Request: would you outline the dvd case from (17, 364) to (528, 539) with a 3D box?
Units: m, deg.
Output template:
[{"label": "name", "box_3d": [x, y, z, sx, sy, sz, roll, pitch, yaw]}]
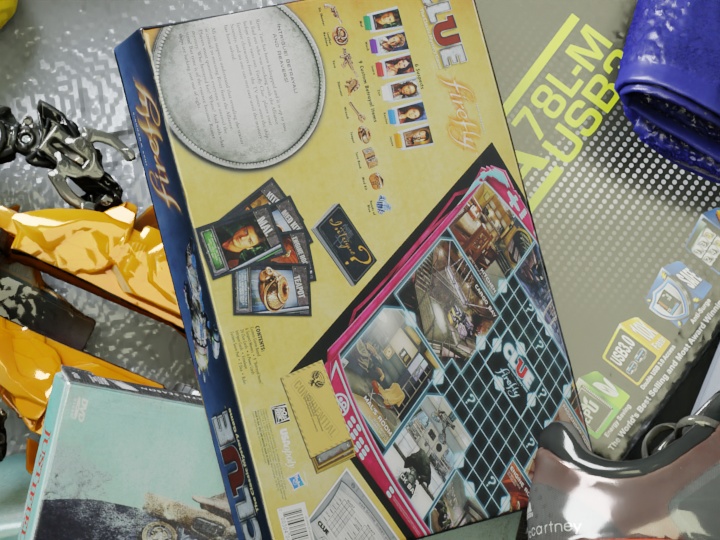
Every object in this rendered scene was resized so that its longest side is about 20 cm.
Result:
[{"label": "dvd case", "box_3d": [-0.033, 0.125, 1.080, 0.199, 0.022, 0.147, 12, 95, -22]}]

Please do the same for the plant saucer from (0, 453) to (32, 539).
[{"label": "plant saucer", "box_3d": [-0.123, 0.170, 1.120, 0.199, 0.036, 0.201, 0, 84, 2]}]

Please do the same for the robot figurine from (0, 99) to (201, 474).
[{"label": "robot figurine", "box_3d": [-0.109, 0.022, 1.119, 0.199, 0.058, 0.145, 24, 77, 3]}]

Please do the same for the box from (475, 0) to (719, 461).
[{"label": "box", "box_3d": [0.076, -0.053, 1.131, 0.193, 0.048, 0.200, 38, 86, 1]}]

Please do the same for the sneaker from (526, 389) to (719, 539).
[{"label": "sneaker", "box_3d": [0.155, 0.077, 1.044, 0.199, 0.077, 0.082, -1, 76, -11]}]

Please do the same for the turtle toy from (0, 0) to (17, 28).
[{"label": "turtle toy", "box_3d": [-0.197, -0.148, 1.121, 0.200, 0.101, 0.146, -33, 84, -2]}]

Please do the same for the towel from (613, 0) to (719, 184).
[{"label": "towel", "box_3d": [0.178, -0.110, 1.097, 0.147, 0.050, 0.201, 25, 60, -12]}]

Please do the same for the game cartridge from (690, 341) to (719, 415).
[{"label": "game cartridge", "box_3d": [0.214, 0.100, 1.100, 0.199, 0.042, 0.134, 21, 92, -3]}]

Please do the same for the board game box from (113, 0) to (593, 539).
[{"label": "board game box", "box_3d": [0.000, 0.000, 1.063, 0.135, 0.035, 0.201, -12, 86, -24]}]
